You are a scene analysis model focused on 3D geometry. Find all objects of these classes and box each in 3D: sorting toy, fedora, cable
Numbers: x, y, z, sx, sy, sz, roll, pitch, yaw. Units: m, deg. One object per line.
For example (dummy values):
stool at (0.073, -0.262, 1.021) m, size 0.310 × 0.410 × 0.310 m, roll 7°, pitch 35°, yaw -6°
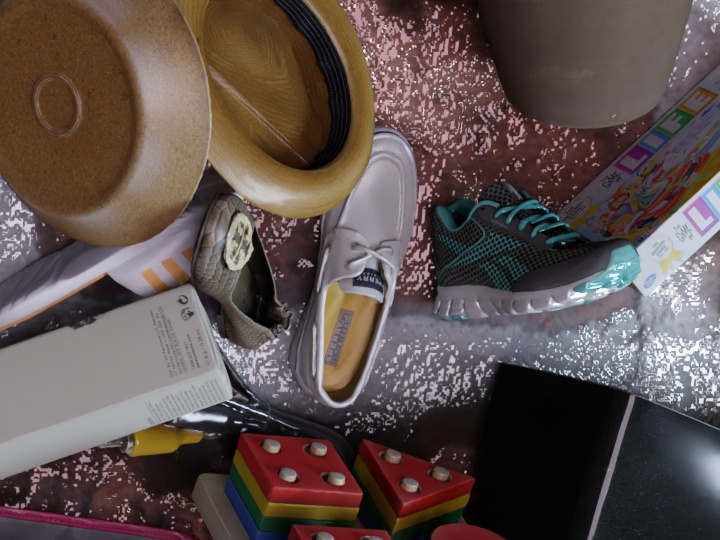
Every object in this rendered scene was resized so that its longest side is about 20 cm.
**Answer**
sorting toy at (0.012, 0.184, 1.689) m, size 0.198 × 0.200 × 0.070 m, roll 7°, pitch 115°, yaw -26°
fedora at (-0.079, -0.123, 1.657) m, size 0.200 × 0.082 × 0.201 m, roll 16°, pitch 67°, yaw -42°
cable at (-0.090, 0.098, 1.761) m, size 0.200 × 0.050 × 0.097 m, roll 17°, pitch 83°, yaw -33°

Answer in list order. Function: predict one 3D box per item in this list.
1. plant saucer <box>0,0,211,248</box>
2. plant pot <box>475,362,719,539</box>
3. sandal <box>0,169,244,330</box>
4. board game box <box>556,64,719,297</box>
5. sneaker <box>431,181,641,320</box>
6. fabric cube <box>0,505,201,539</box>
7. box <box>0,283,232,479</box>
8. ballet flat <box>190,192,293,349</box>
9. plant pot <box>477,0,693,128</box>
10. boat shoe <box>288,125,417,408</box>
plant saucer at (-0.183, -0.109, 1.592) m, size 0.035 × 0.200 × 0.201 m, roll -21°, pitch 114°, yaw -52°
plant pot at (0.191, 0.189, 1.758) m, size 0.199 × 0.200 × 0.178 m, roll 22°, pitch 84°, yaw -22°
sandal at (-0.161, 0.000, 1.688) m, size 0.206 × 0.079 × 0.059 m, roll -29°, pitch 112°, yaw 0°
board game box at (0.238, -0.075, 1.759) m, size 0.200 × 0.134 × 0.034 m, roll -43°, pitch 112°, yaw -4°
sneaker at (0.110, -0.017, 1.709) m, size 0.077 × 0.200 × 0.091 m, roll -15°, pitch 95°, yaw -37°
fabric cube at (-0.200, 0.288, 1.680) m, size 0.200 × 0.196 × 0.200 m, roll 11°, pitch 102°, yaw -21°
box at (-0.191, 0.079, 1.663) m, size 0.200 × 0.082 × 0.068 m, roll -18°, pitch 73°, yaw -3°
ballet flat at (-0.076, 0.006, 1.659) m, size 0.046 × 0.200 × 0.067 m, roll 21°, pitch 70°, yaw 13°
plant pot at (0.152, -0.198, 1.690) m, size 0.200 × 0.200 × 0.175 m, roll -13°, pitch 126°, yaw -14°
boat shoe at (0.000, 0.000, 1.737) m, size 0.071 × 0.070 × 0.200 m, roll 14°, pitch 99°, yaw -20°
